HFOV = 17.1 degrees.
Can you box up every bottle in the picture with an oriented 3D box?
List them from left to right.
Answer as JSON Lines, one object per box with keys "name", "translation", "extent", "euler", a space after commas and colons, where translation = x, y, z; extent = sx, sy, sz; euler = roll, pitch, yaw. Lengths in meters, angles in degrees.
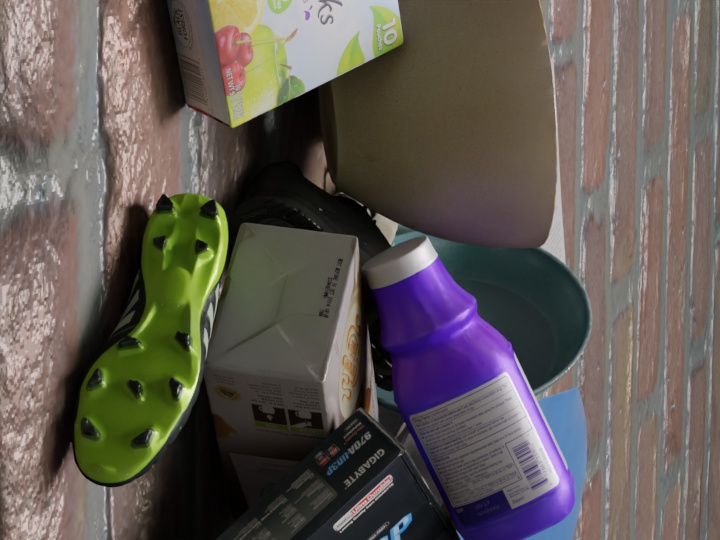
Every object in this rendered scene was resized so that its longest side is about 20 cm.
{"name": "bottle", "translation": [0.064, 0.077, 1.519], "extent": [0.200, 0.083, 0.065], "euler": [63, 7, -10]}

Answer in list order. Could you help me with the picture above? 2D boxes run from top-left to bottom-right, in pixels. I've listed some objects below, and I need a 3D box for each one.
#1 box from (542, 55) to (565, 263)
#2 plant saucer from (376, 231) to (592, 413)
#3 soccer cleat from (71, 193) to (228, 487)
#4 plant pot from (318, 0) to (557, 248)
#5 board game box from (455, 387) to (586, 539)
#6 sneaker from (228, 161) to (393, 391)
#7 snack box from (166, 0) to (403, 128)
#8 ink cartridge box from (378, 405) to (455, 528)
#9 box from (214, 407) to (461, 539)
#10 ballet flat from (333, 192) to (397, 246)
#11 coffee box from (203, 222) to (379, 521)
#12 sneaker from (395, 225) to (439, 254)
{"name": "box", "translation": [0.101, -0.062, 1.934], "extent": [0.124, 0.097, 0.200], "euler": [-53, 142, -58]}
{"name": "plant saucer", "translation": [0.064, 0.044, 1.694], "extent": [0.200, 0.200, 0.036], "euler": [-64, 158, -48]}
{"name": "soccer cleat", "translation": [-0.115, 0.047, 1.385], "extent": [0.081, 0.067, 0.200], "euler": [89, 14, -55]}
{"name": "plant pot", "translation": [0.044, -0.108, 1.584], "extent": [0.200, 0.134, 0.201], "euler": [174, -90, -82]}
{"name": "board game box", "translation": [0.096, 0.162, 1.660], "extent": [0.200, 0.039, 0.158], "euler": [-11, 111, -59]}
{"name": "sneaker", "translation": [0.000, 0.000, 1.592], "extent": [0.200, 0.076, 0.091], "euler": [46, 28, -22]}
{"name": "snack box", "translation": [-0.053, -0.206, 1.442], "extent": [0.142, 0.053, 0.200], "euler": [-30, 127, -30]}
{"name": "ink cartridge box", "translation": [0.029, 0.183, 1.716], "extent": [0.129, 0.125, 0.200], "euler": [-58, 145, -51]}
{"name": "box", "translation": [-0.038, 0.195, 1.489], "extent": [0.200, 0.046, 0.159], "euler": [-42, 148, -8]}
{"name": "ballet flat", "translation": [-0.005, -0.038, 1.714], "extent": [0.062, 0.067, 0.200], "euler": [56, 28, -15]}
{"name": "coffee box", "translation": [-0.041, 0.078, 1.523], "extent": [0.200, 0.080, 0.115], "euler": [84, 17, -51]}
{"name": "sneaker", "translation": [0.053, 0.027, 1.852], "extent": [0.099, 0.071, 0.200], "euler": [-64, 153, -55]}
